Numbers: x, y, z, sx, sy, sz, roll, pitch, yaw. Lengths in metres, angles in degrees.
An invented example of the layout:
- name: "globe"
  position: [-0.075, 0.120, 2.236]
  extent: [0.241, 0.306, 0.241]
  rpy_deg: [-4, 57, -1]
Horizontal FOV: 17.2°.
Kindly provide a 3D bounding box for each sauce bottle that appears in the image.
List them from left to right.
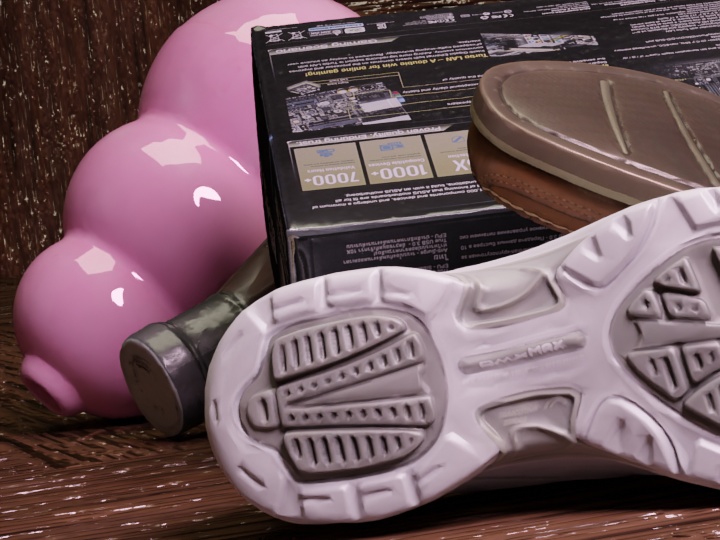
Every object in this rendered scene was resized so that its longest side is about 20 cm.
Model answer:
- name: "sauce bottle"
  position: [0.000, 0.000, 0.912]
  extent: [0.200, 0.066, 0.066]
  rpy_deg: [-27, 13, -30]

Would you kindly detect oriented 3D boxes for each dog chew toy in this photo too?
- name: "dog chew toy"
  position: [-0.063, -0.021, 0.973]
  extent: [0.200, 0.125, 0.124]
  rpy_deg: [-49, 20, -19]

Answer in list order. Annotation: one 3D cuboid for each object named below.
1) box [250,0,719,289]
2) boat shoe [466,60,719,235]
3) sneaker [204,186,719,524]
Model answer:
- name: "box"
  position: [0.069, -0.024, 0.800]
  extent: [0.199, 0.086, 0.164]
  rpy_deg: [-7, 28, -5]
- name: "boat shoe"
  position: [0.115, -0.002, 0.681]
  extent: [0.199, 0.068, 0.072]
  rpy_deg: [15, 32, -17]
- name: "sneaker"
  position: [0.063, 0.022, 0.633]
  extent: [0.199, 0.078, 0.099]
  rpy_deg: [-4, -2, 9]
